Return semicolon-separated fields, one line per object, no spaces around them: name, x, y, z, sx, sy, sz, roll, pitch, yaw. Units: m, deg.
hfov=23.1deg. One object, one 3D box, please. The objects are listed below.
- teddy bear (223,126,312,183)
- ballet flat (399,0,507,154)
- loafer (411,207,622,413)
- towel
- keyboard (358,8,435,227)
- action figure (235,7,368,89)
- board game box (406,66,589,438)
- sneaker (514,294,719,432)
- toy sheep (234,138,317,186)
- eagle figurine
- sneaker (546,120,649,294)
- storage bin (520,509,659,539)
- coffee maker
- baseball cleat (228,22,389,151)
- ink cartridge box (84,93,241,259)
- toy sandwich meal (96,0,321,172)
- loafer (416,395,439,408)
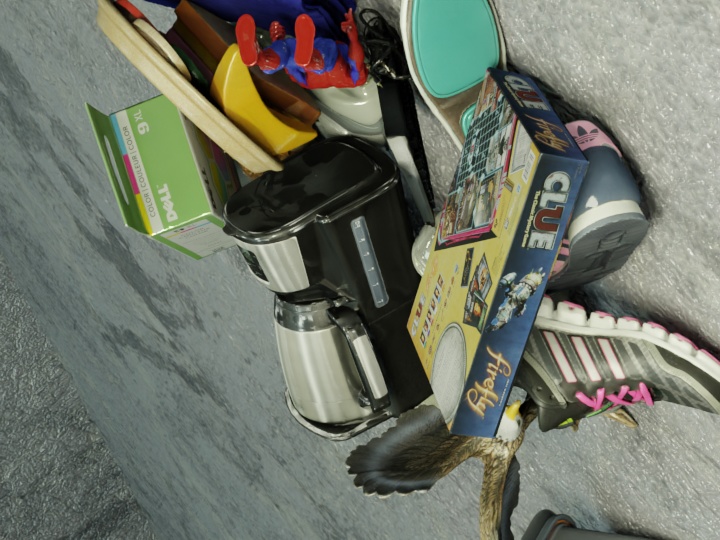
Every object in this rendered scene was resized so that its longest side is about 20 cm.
teddy bear;-0.041;-0.056;1.475;0.067;0.144;0.202;-15;89;49
ballet flat;0.071;-0.130;1.199;0.069;0.069;0.201;27;148;55
loafer;0.128;0.026;1.311;0.200;0.070;0.070;40;120;-1
towel;-0.108;-0.223;1.315;0.198;0.050;0.148;15;177;15
keyboard;0.037;-0.120;1.245;0.200;0.039;0.105;-99;-16;-59
action figure;-0.033;-0.156;1.255;0.200;0.065;0.052;7;-100;-78
board game box;0.085;-0.013;1.148;0.136;0.034;0.201;-111;33;-59
sneaker;0.157;0.075;1.200;0.198;0.088;0.074;16;166;19
toy sheep;-0.094;-0.089;1.593;0.138;0.138;0.200;38;171;41
eagle figurine;0.092;0.141;1.331;0.151;0.200;0.151;18;150;35
sneaker;0.143;-0.038;1.189;0.200;0.070;0.083;119;136;-72
storage bin;0.226;0.302;1.484;0.134;0.146;0.201;-2;125;37
coffee maker;0.000;0.000;1.395;0.134;0.192;0.201;13;131;39
baseball cleat;-0.046;-0.158;1.428;0.200;0.070;0.107;43;159;36
ink cartridge box;-0.145;-0.077;1.390;0.200;0.059;0.105;32;-141;-78
toy sandwich meal;-0.107;-0.149;1.295;0.205;0.070;0.205;44;-177;-3
loafer;0.076;0.098;1.563;0.069;0.075;0.200;58;162;10
